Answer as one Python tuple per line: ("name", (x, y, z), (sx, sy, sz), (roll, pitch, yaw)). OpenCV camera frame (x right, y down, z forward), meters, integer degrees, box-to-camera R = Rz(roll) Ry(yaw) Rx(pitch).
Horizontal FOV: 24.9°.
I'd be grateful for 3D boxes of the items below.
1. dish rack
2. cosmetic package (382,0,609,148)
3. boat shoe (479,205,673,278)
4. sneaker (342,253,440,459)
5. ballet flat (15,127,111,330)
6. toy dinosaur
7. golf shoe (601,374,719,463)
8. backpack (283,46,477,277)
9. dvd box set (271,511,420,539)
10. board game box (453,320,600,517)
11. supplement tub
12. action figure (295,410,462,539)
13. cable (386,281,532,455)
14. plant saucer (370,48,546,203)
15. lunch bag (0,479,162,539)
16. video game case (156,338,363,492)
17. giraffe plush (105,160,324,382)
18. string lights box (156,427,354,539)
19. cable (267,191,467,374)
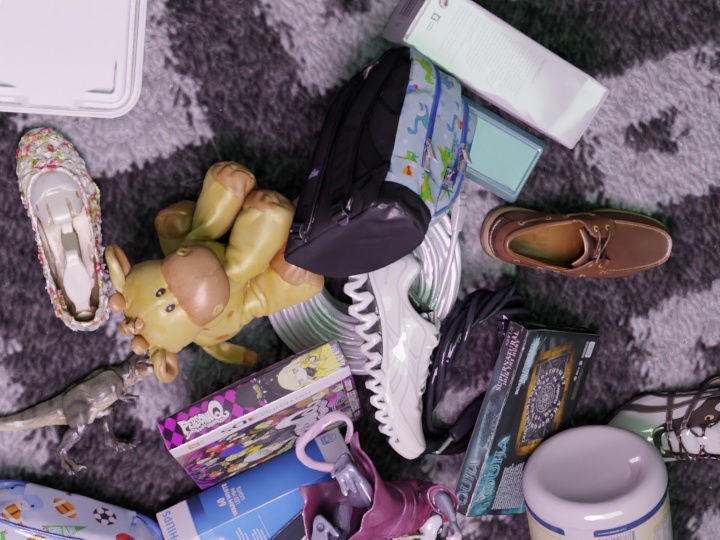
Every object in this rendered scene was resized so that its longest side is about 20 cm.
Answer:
("dish rack", (-0.279, -0.239, 1.488), (0.171, 0.044, 0.201), (2, 104, -13))
("cosmetic package", (0.127, -0.199, 1.552), (0.200, 0.102, 0.074), (31, 96, -15))
("boat shoe", (0.222, -0.024, 1.629), (0.199, 0.068, 0.072), (3, 103, -12))
("sneaker", (0.040, 0.079, 1.525), (0.081, 0.075, 0.201), (-12, 99, 4))
("ballet flat", (-0.273, -0.035, 1.527), (0.075, 0.064, 0.201), (-16, 105, -6))
("toy dinosaur", (-0.268, 0.145, 1.582), (0.199, 0.047, 0.088), (-22, 92, -5))
("golf shoe", (0.339, 0.164, 1.686), (0.199, 0.095, 0.078), (-23, 108, -4))
("backpack", (0.025, -0.103, 1.471), (0.153, 0.163, 0.201), (17, 62, -30))
("dvd box set", (-0.009, 0.303, 1.634), (0.146, 0.029, 0.200), (-43, 131, 7))
("board game box", (0.166, 0.151, 1.644), (0.135, 0.028, 0.201), (7, 103, -50))
("supplement tub", (0.245, 0.274, 1.650), (0.145, 0.145, 0.201), (-16, 122, -7))
("action figure", (0.017, 0.226, 1.538), (0.134, 0.200, 0.149), (-38, 66, 25))
("cable", (0.115, 0.103, 1.617), (0.163, 0.051, 0.200), (19, 104, -44))
("plant saucer", (0.088, -0.140, 1.601), (0.200, 0.019, 0.070), (28, 96, -15))
("lunch bag", (-0.302, 0.292, 1.584), (0.199, 0.076, 0.161), (18, 120, -14))
("video game case", (-0.089, 0.141, 1.546), (0.181, 0.200, 0.036), (-25, 72, -5))
("giraffe plush", (-0.155, 0.012, 1.487), (0.172, 0.162, 0.200), (39, 113, 15))
("string lights box", (-0.089, 0.248, 1.619), (0.199, 0.059, 0.103), (-25, 129, -5))
("cable", (0.000, 0.000, 1.590), (0.199, 0.069, 0.201), (0, 105, -11))
